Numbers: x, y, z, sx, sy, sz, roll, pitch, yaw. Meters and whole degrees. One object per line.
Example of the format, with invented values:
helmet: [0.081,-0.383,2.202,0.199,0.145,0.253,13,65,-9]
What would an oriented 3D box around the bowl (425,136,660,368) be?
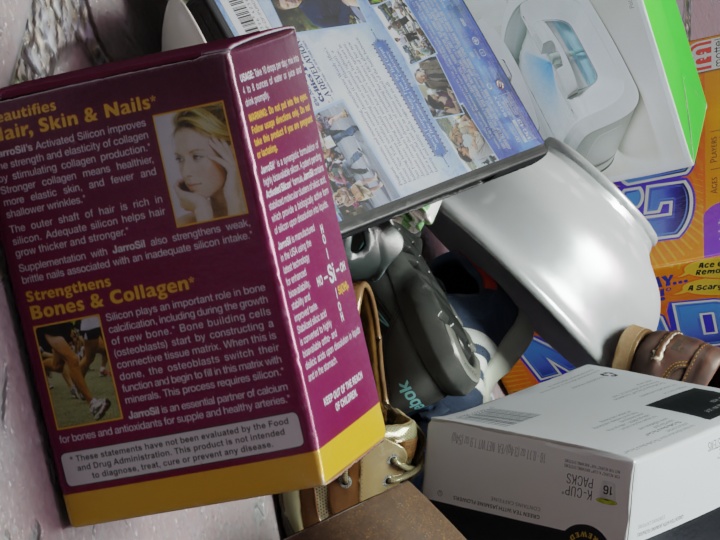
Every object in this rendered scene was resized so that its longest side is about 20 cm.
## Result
bowl: [0.122,-0.019,1.804,0.201,0.090,0.201,43,-4,3]

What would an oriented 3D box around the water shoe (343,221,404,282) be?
water shoe: [-0.020,-0.081,1.574,0.078,0.071,0.201,13,60,-27]

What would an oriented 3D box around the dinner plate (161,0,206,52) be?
dinner plate: [-0.066,-0.040,1.445,0.200,0.024,0.201,157,-90,-84]

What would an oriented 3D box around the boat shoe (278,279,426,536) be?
boat shoe: [-0.004,0.099,1.562,0.076,0.073,0.201,-39,116,-69]

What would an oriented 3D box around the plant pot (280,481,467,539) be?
plant pot: [0.024,0.218,1.468,0.201,0.186,0.187,64,18,5]

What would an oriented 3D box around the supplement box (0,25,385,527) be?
supplement box: [-0.081,0.002,1.311,0.103,0.130,0.201,-31,110,-70]

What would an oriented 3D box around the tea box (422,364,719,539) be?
tea box: [0.133,0.172,1.624,0.200,0.133,0.198,-12,108,-58]

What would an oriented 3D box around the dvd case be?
dvd case: [0.007,-0.099,1.509,0.200,0.018,0.143,-22,81,-51]

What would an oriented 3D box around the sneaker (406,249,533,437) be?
sneaker: [0.039,0.058,1.736,0.085,0.075,0.200,53,30,-14]

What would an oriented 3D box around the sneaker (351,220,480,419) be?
sneaker: [0.000,0.000,1.645,0.075,0.079,0.201,47,17,-49]

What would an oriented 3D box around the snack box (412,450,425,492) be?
snack box: [0.050,0.194,1.657,0.072,0.024,0.201,-29,120,-44]

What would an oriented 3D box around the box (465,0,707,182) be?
box: [0.115,-0.158,1.890,0.097,0.175,0.201,-67,142,-59]

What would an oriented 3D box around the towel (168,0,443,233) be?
towel: [-0.016,-0.129,1.541,0.200,0.023,0.153,43,41,-14]

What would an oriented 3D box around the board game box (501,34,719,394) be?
board game box: [0.199,-0.010,2.014,0.200,0.199,0.201,59,27,-45]

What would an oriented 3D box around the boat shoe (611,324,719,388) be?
boat shoe: [0.182,0.134,1.747,0.070,0.070,0.201,-36,134,-58]
